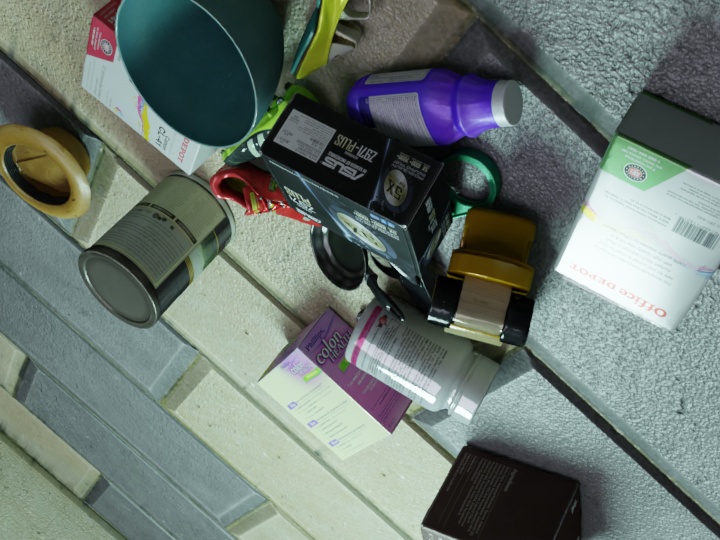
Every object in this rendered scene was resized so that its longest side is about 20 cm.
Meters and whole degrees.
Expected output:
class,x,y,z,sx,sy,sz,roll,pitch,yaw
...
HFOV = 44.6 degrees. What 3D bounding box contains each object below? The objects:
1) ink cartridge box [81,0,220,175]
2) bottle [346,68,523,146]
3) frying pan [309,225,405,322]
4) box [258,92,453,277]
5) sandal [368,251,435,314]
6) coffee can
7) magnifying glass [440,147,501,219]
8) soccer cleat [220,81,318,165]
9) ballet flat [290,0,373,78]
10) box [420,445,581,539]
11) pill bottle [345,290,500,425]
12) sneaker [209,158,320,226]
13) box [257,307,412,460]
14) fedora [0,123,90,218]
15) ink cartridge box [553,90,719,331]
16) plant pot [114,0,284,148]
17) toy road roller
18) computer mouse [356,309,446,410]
class,x,y,z,sx,sy,sz,roll,pitch,yaw
ink cartridge box,-0.265,-0.249,1.171,0.199,0.086,0.148,40,143,1
bottle,0.080,-0.179,0.964,0.198,0.066,0.084,4,136,38
frying pan,-0.002,-0.016,1.198,0.189,0.031,0.117,25,129,40
box,-0.001,-0.096,1.025,0.198,0.087,0.164,28,168,17
sandal,0.053,-0.005,1.157,0.076,0.043,0.201,17,147,56
coffee can,-0.304,-0.034,1.329,0.145,0.201,0.148,23,141,20
magnifying glass,0.106,-0.080,1.085,0.079,0.022,0.200,39,141,0
soccer cleat,-0.114,-0.172,1.143,0.081,0.068,0.199,39,145,-22
ballet flat,-0.025,-0.278,0.960,0.066,0.068,0.201,18,141,-7
box,0.223,0.410,1.368,0.198,0.165,0.168,13,136,30
pill bottle,0.088,0.125,1.230,0.198,0.114,0.114,30,142,12
sneaker,-0.119,-0.096,1.194,0.198,0.085,0.078,18,127,26
box,-0.040,0.187,1.420,0.200,0.097,0.176,42,143,-5
fedora,-0.514,-0.179,1.458,0.198,0.082,0.203,18,137,18
ink cartridge box,0.300,-0.055,0.889,0.143,0.084,0.201,28,142,14
plant pot,-0.165,-0.266,1.025,0.198,0.135,0.202,23,141,20
toy road roller,0.155,0.009,1.065,0.121,0.148,0.200,14,175,7
computer mouse,0.071,0.132,1.329,0.200,0.034,0.059,49,134,-1
